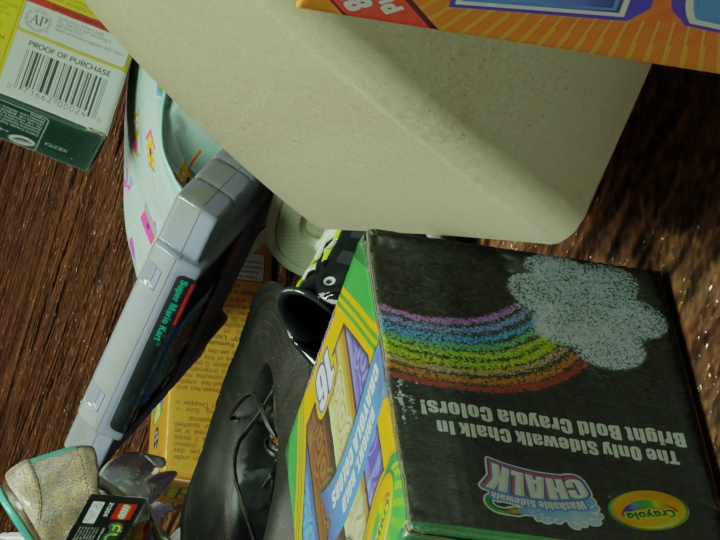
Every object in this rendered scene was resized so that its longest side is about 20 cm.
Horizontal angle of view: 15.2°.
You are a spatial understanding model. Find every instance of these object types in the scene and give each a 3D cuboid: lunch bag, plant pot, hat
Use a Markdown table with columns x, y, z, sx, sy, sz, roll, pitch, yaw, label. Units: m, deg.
| x | y | z | sx | sy | sz | roll | pitch | yaw | label |
| --- | --- | --- | --- | --- | --- | --- | --- | --- | --- |
| -0.081 | -0.083 | 1.612 | 0.170 | 0.121 | 0.201 | 134 | 146 | -66 | lunch bag |
| 0.000 | -0.141 | 1.003 | 0.200 | 0.177 | 0.201 | 6 | 69 | 60 | plant pot |
| -0.027 | 0.110 | 1.382 | 0.200 | 0.080 | 0.202 | -171 | 90 | -71 | hat |

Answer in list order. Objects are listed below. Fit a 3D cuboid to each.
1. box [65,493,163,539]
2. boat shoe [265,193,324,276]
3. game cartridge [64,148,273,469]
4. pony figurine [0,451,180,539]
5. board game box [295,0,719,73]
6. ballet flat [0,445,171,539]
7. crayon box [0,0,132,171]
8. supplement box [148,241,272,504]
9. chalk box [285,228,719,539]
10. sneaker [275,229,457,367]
| x | y | z | sx | sy | sz | roll | pitch | yaw | label |
| --- | --- | --- | --- | --- | --- | --- | --- | --- | --- |
| -0.142 | 0.217 | 1.322 | 0.200 | 0.035 | 0.111 | -63 | -34 | -45 | box |
| 0.006 | -0.086 | 1.373 | 0.201 | 0.072 | 0.068 | -64 | -3 | 39 | boat shoe |
| -0.090 | 0.008 | 1.447 | 0.200 | 0.038 | 0.130 | -62 | -3 | 40 | game cartridge |
| -0.122 | 0.182 | 1.570 | 0.193 | 0.166 | 0.201 | -37 | 68 | 33 | pony figurine |
| 0.101 | -0.196 | 0.770 | 0.200 | 0.199 | 0.201 | 120 | 154 | -57 | board game box |
| -0.122 | 0.176 | 1.450 | 0.201 | 0.067 | 0.068 | 64 | 169 | -29 | ballet flat |
| -0.187 | -0.171 | 1.613 | 0.051 | 0.126 | 0.201 | 127 | 161 | -58 | crayon box |
| -0.094 | 0.045 | 1.709 | 0.067 | 0.068 | 0.201 | 127 | 145 | -68 | supplement box |
| 0.051 | 0.102 | 0.977 | 0.201 | 0.124 | 0.124 | -96 | 20 | -47 | chalk box |
| 0.000 | 0.000 | 1.271 | 0.072 | 0.082 | 0.201 | 117 | 148 | -43 | sneaker |
